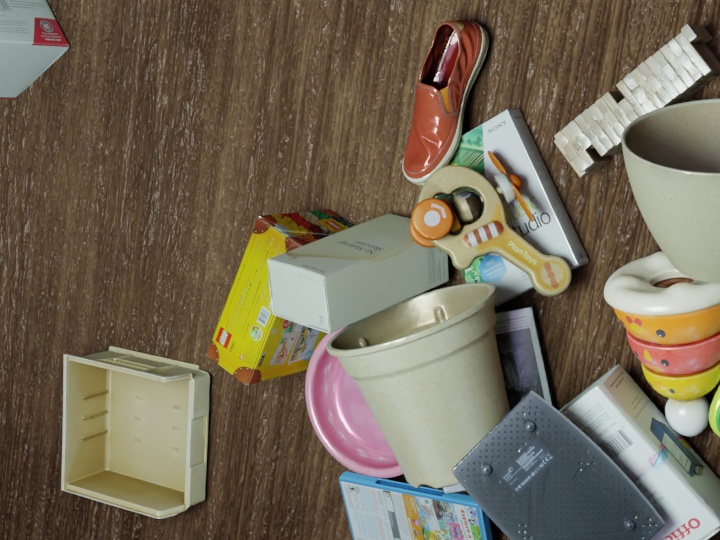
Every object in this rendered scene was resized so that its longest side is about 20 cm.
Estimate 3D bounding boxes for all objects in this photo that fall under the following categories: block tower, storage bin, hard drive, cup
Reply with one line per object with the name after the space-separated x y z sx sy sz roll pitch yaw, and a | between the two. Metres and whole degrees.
0.302 -0.181 1.414 0.200 0.054 0.058 -42 75 30 | block tower
-0.315 0.225 1.831 0.198 0.094 0.201 9 101 31 | storage bin
0.208 0.236 1.377 0.200 0.042 0.135 44 94 -1 | hard drive
0.368 -0.073 1.319 0.200 0.200 0.144 10 122 31 | cup

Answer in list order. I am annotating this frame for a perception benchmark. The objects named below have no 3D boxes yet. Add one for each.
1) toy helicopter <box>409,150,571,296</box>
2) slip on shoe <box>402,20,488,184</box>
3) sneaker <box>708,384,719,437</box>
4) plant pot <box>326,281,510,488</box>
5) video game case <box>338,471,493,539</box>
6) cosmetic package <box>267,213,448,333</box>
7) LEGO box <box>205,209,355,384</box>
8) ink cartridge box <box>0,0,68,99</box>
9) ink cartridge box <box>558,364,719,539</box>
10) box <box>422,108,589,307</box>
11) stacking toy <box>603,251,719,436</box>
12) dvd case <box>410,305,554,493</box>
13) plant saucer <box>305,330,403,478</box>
0.159 -0.048 1.470 0.200 0.079 0.132 37 85 5 | toy helicopter
0.088 -0.199 1.520 0.074 0.061 0.200 27 101 45 | slip on shoe
0.430 0.099 1.351 0.084 0.074 0.201 42 128 50 | sneaker
0.086 0.134 1.457 0.200 0.200 0.184 -15 101 33 | plant pot
0.073 0.327 1.617 0.200 0.018 0.143 6 121 32 | video game case
0.000 0.000 1.526 0.103 0.200 0.073 16 118 43 | cosmetic package
-0.090 0.032 1.630 0.077 0.149 0.200 33 112 27 | LEGO box
-0.549 -0.368 1.868 0.145 0.145 0.200 -34 78 31 | ink cartridge box
0.290 0.230 1.441 0.200 0.087 0.145 49 119 8 | ink cartridge box
0.162 -0.069 1.527 0.144 0.036 0.200 -29 79 31 | box
0.347 0.089 1.396 0.146 0.146 0.201 -1 112 32 | stacking toy
0.151 0.153 1.540 0.150 0.025 0.201 -12 89 11 | dvd case
0.024 0.158 1.635 0.200 0.051 0.201 4 98 31 | plant saucer
